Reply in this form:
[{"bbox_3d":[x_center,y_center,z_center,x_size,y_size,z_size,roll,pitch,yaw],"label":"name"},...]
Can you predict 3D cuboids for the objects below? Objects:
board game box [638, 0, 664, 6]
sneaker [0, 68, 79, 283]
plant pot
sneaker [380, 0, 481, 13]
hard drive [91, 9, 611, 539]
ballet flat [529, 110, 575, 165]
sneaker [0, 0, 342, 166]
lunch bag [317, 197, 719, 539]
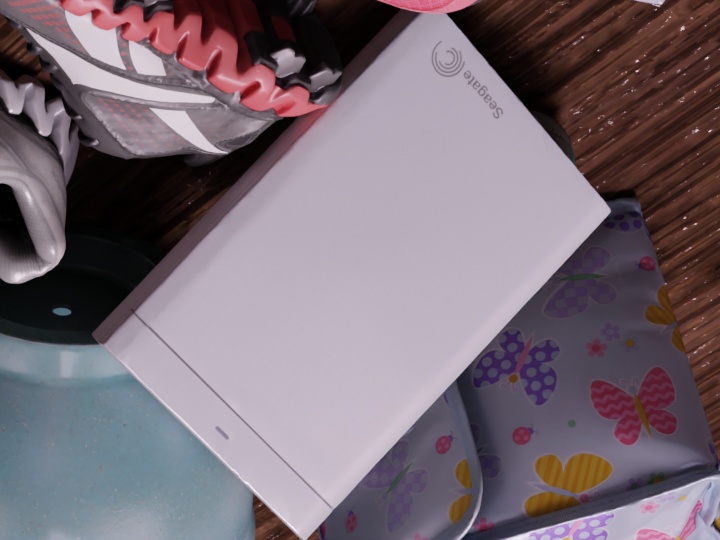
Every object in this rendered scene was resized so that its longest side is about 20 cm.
[{"bbox_3d":[0.061,-0.173,0.753,0.198,0.035,0.136,6,142,-24],"label":"board game box"},{"bbox_3d":[-0.186,-0.061,0.798,0.075,0.082,0.199,-29,141,26],"label":"sneaker"},{"bbox_3d":[-0.139,0.061,0.912,0.198,0.201,0.135,0,118,-18],"label":"plant pot"},{"bbox_3d":[-0.042,-0.134,0.680,0.199,0.087,0.074,30,136,-15],"label":"sneaker"},{"bbox_3d":[0.000,0.000,0.858,0.200,0.027,0.132,-47,114,-6],"label":"hard drive"},{"bbox_3d":[0.010,-0.013,0.942,0.199,0.064,0.067,-24,144,17],"label":"ballet flat"},{"bbox_3d":[-0.101,-0.095,0.781,0.098,0.071,0.200,-37,140,28],"label":"sneaker"},{"bbox_3d":[0.067,0.076,0.992,0.198,0.171,0.127,-14,147,4],"label":"lunch bag"}]
